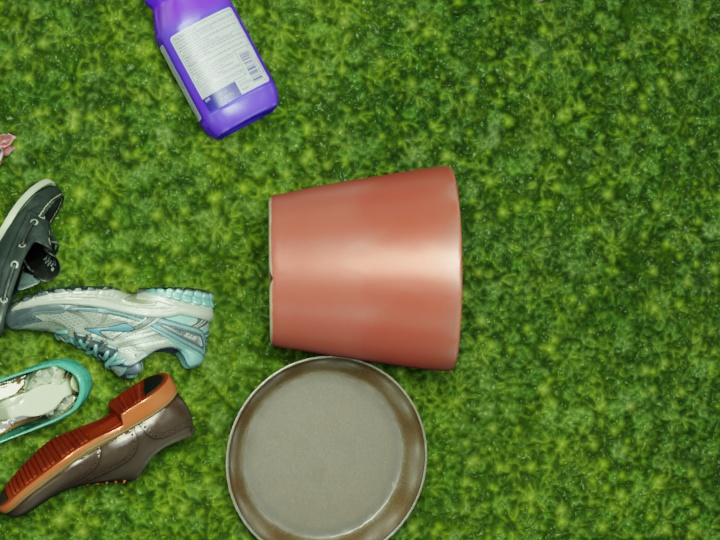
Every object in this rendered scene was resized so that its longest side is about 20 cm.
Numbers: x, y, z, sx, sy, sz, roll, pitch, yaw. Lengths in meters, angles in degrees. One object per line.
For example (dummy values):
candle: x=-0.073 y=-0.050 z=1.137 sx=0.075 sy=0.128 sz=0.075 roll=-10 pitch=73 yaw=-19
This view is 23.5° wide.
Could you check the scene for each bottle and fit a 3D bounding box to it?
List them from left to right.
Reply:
bottle: x=-0.157 y=-0.231 z=1.684 sx=0.083 sy=0.065 sz=0.201 roll=-29 pitch=91 yaw=-16

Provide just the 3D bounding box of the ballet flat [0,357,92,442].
ballet flat: x=-0.341 y=0.131 z=1.593 sx=0.199 sy=0.070 sz=0.068 roll=-23 pitch=90 yaw=-15

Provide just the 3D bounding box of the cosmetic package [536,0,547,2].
cosmetic package: x=0.272 y=-0.352 z=1.803 sx=0.198 sy=0.071 sz=0.106 roll=-12 pitch=87 yaw=-15

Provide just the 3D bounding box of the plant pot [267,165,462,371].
plant pot: x=0.000 y=0.000 z=1.643 sx=0.175 sy=0.200 sz=0.203 roll=-1 pitch=84 yaw=-3

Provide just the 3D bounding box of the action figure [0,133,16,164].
action figure: x=-0.419 y=-0.110 z=1.605 sx=0.198 sy=0.135 sz=0.149 roll=-8 pitch=43 yaw=-28

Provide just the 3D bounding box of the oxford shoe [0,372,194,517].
oxford shoe: x=-0.245 y=0.180 z=1.615 sx=0.199 sy=0.071 sz=0.073 roll=-33 pitch=110 yaw=-7

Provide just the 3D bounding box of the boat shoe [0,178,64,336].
boat shoe: x=-0.308 y=-0.008 z=1.579 sx=0.066 sy=0.075 sz=0.200 roll=26 pitch=37 yaw=2

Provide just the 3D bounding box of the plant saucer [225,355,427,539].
plant saucer: x=-0.035 y=0.181 z=1.673 sx=0.198 sy=0.032 sz=0.202 roll=-1 pitch=94 yaw=-14

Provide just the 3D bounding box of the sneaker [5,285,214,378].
sneaker: x=-0.235 y=0.058 z=1.627 sx=0.198 sy=0.078 sz=0.087 roll=0 pitch=87 yaw=-14
